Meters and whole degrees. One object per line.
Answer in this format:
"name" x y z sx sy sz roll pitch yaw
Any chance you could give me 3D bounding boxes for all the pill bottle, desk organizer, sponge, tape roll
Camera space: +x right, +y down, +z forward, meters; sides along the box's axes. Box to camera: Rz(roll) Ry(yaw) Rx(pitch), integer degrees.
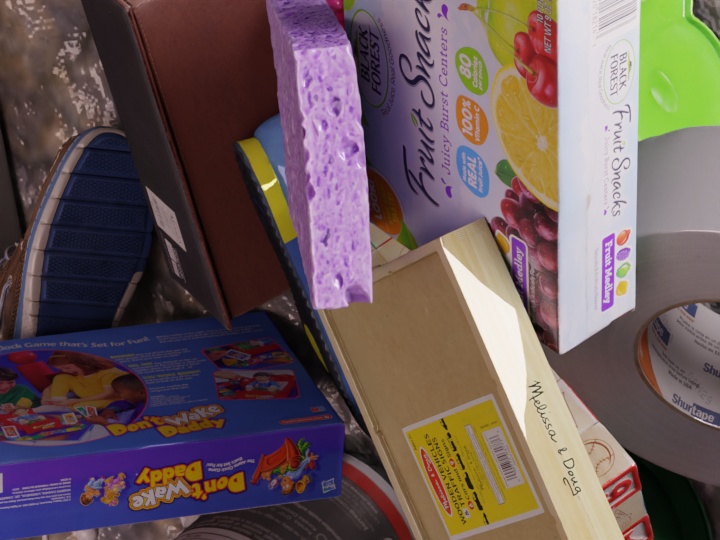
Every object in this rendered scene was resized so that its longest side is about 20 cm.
"pill bottle" -0.063 0.187 1.540 0.116 0.200 0.116 19 127 28
"desk organizer" -0.077 -0.079 1.511 0.072 0.077 0.200 40 152 51
"sponge" -0.019 -0.059 1.299 0.030 0.200 0.112 -6 103 -3
"tape roll" 0.185 0.022 1.352 0.200 0.066 0.200 12 143 9

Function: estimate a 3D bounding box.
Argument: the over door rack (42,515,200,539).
"over door rack" -0.136 0.163 1.664 0.148 0.067 0.200 2 112 31

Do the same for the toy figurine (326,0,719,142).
"toy figurine" 0.058 -0.114 1.409 0.184 0.150 0.200 -8 132 47

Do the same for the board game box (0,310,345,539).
"board game box" -0.124 0.079 1.513 0.134 0.200 0.045 -127 36 -58

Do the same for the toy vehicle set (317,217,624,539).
"toy vehicle set" 0.055 0.086 1.294 0.124 0.026 0.200 -25 88 60

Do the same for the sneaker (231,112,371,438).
"sneaker" 0.000 0.000 1.508 0.066 0.078 0.200 52 164 56

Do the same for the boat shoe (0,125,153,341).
"boat shoe" -0.172 0.014 1.600 0.072 0.072 0.200 21 98 52

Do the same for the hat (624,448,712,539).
"hat" 0.078 0.168 1.466 0.200 0.176 0.166 -32 94 37

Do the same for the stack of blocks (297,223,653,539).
"stack of blocks" 0.057 0.063 1.407 0.200 0.059 0.115 51 171 28

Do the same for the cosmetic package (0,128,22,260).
"cosmetic package" -0.312 -0.079 1.600 0.165 0.165 0.200 3 112 31

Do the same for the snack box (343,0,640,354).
"snack box" 0.055 -0.081 1.251 0.142 0.053 0.200 37 143 39
